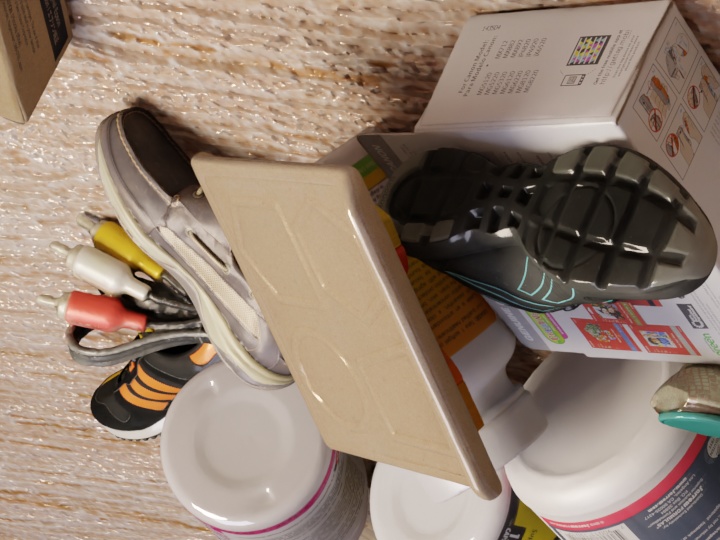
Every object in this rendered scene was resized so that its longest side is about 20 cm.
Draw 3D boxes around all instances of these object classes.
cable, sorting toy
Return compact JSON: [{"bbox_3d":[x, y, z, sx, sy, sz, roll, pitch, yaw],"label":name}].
[{"bbox_3d":[-0.123,0.029,1.567,0.198,0.098,0.050,15,157,19],"label":"cable"},{"bbox_3d":[-0.005,0.022,1.224,0.200,0.036,0.186,14,132,62],"label":"sorting toy"}]

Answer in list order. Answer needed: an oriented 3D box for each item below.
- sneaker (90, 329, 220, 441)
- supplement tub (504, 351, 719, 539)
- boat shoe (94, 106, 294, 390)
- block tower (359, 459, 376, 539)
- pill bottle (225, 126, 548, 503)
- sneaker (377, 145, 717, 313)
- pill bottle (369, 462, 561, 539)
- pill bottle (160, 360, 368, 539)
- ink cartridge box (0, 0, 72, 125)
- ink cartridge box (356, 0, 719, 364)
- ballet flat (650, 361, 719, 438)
[{"bbox_3d":[-0.137,0.062,1.675,0.199,0.070,0.090,-13,128,45],"label":"sneaker"},{"bbox_3d":[0.192,0.136,1.431,0.140,0.141,0.200,-5,140,45],"label":"supplement tub"},{"bbox_3d":[-0.084,-0.024,1.446,0.073,0.074,0.201,-36,92,32],"label":"boat shoe"},{"bbox_3d":[0.032,0.144,1.677,0.054,0.058,0.200,33,150,-13],"label":"block tower"},{"bbox_3d":[0.020,0.029,1.351,0.201,0.111,0.111,56,149,-1],"label":"pill bottle"},{"bbox_3d":[0.101,-0.017,1.156,0.199,0.076,0.079,13,160,45],"label":"sneaker"},{"bbox_3d":[0.107,0.157,1.522,0.111,0.113,0.199,-2,167,42],"label":"pill bottle"},{"bbox_3d":[-0.057,0.137,1.564,0.112,0.114,0.200,18,166,16],"label":"pill bottle"},{"bbox_3d":[-0.276,-0.185,1.351,0.198,0.076,0.165,19,153,12],"label":"ink cartridge box"},{"bbox_3d":[0.123,-0.042,1.244,0.175,0.084,0.200,1,143,41],"label":"ink cartridge box"},{"bbox_3d":[0.219,0.070,1.319,0.067,0.063,0.200,1,168,32],"label":"ballet flat"}]
